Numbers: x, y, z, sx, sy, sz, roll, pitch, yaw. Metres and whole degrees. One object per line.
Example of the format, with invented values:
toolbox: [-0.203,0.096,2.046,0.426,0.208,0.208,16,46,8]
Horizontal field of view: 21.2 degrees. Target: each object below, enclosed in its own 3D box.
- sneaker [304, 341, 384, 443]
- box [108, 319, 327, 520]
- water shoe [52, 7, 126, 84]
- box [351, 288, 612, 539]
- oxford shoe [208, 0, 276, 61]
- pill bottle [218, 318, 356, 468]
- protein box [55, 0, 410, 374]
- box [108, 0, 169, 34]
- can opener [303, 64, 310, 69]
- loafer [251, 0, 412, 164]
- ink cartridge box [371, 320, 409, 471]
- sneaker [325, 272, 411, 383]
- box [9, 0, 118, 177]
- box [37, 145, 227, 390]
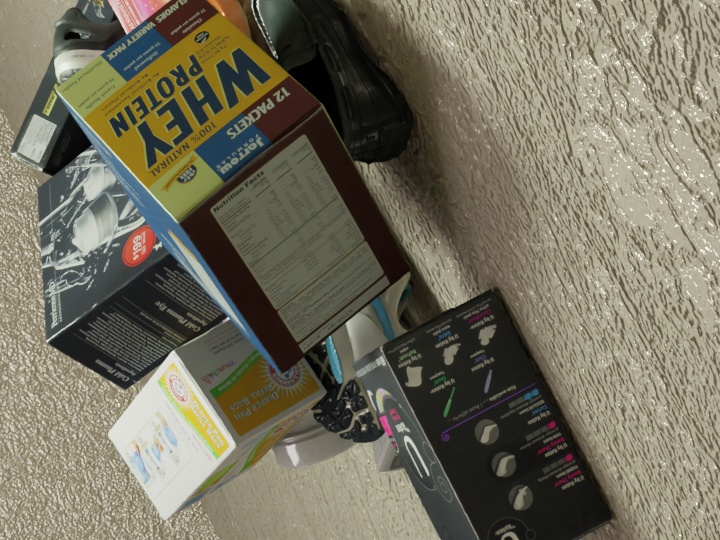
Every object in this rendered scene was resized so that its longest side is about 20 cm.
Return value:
sneaker: [-0.024,0.057,1.720,0.078,0.086,0.201,-36,84,50]
box: [-0.131,0.128,1.729,0.102,0.112,0.200,55,147,9]
water shoe: [-0.179,-0.205,1.746,0.072,0.199,0.079,135,130,-61]
box: [0.091,0.132,1.496,0.201,0.106,0.122,62,166,4]
oxford shoe: [-0.086,-0.166,1.670,0.071,0.073,0.200,53,158,31]
pill bottle: [-0.071,0.079,1.823,0.201,0.119,0.120,70,165,-9]
protein box: [-0.096,-0.069,1.468,0.199,0.135,0.200,44,170,41]
box: [-0.183,-0.294,1.668,0.095,0.102,0.200,18,-141,-61]
can opener: [-0.052,-0.129,1.634,0.053,0.067,0.200,37,166,5]
loafer: [-0.035,-0.159,1.489,0.201,0.070,0.068,54,140,31]
ink cartridge box: [0.021,0.072,1.806,0.160,0.047,0.201,103,156,-69]
sneaker: [0.000,0.000,1.667,0.077,0.080,0.201,93,167,-66]
box: [-0.236,-0.175,1.847,0.051,0.201,0.158,26,-178,27]
box: [-0.189,-0.031,1.724,0.104,0.182,0.201,35,-151,-38]
